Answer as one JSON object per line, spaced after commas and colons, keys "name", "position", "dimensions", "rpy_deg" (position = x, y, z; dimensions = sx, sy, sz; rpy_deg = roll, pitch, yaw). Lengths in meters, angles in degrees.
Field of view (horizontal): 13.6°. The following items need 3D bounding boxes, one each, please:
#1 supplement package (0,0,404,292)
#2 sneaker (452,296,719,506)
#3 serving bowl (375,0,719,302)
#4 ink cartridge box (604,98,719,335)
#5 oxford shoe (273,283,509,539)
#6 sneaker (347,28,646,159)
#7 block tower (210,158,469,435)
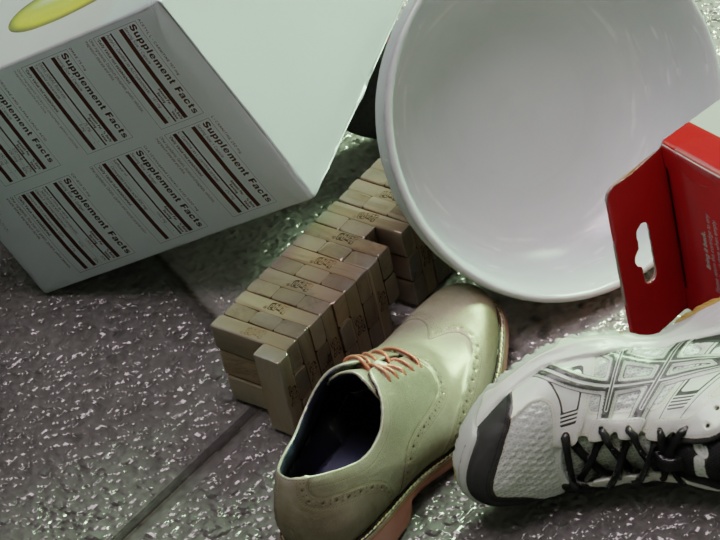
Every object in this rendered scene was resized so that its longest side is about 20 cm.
{"name": "supplement package", "position": [-0.114, -0.124, 1.683], "dimensions": [0.199, 0.147, 0.192], "rpy_deg": [-18, 33, 34]}
{"name": "sneaker", "position": [0.144, 0.073, 1.471], "dimensions": [0.199, 0.076, 0.088], "rpy_deg": [-22, 39, -8]}
{"name": "serving bowl", "position": [0.093, -0.084, 1.605], "dimensions": [0.199, 0.201, 0.066], "rpy_deg": [-31, 13, -19]}
{"name": "ink cartridge box", "position": [0.223, -0.041, 1.549], "dimensions": [0.200, 0.117, 0.067], "rpy_deg": [-36, 44, -23]}
{"name": "oxford shoe", "position": [0.018, 0.066, 1.520], "dimensions": [0.070, 0.074, 0.200], "rpy_deg": [9, 45, 26]}
{"name": "sneaker", "position": [0.073, -0.089, 1.691], "dimensions": [0.199, 0.077, 0.082], "rpy_deg": [-2, 47, 16]}
{"name": "block tower", "position": [0.000, 0.000, 1.622], "dimensions": [0.058, 0.054, 0.200], "rpy_deg": [17, 48, 34]}
